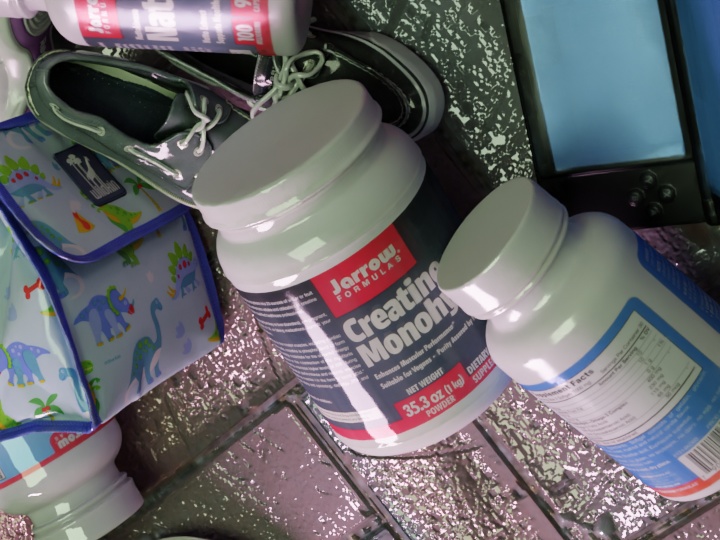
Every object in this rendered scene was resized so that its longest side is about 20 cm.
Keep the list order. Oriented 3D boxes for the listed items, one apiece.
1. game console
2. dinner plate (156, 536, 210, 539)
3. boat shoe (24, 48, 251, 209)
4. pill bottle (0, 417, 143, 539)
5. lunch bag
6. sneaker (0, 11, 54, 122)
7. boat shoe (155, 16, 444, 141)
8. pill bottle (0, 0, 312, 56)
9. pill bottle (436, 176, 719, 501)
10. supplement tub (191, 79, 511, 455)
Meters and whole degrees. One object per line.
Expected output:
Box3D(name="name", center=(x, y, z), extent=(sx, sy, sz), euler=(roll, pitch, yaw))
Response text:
Box3D(name="game console", center=(0.154, -0.109, 1.013), extent=(0.175, 0.116, 0.202), euler=(-5, 106, 28))
Box3D(name="dinner plate", center=(-0.108, 0.289, 1.346), extent=(0.199, 0.024, 0.202), euler=(9, 111, 23))
Box3D(name="boat shoe", center=(-0.121, -0.089, 1.147), extent=(0.199, 0.062, 0.073), euler=(22, 81, -10))
Box3D(name="pill bottle", center=(-0.243, 0.104, 1.294), extent=(0.108, 0.109, 0.201), euler=(-27, 96, 31))
Box3D(name="lunch bag", center=(-0.192, -0.010, 1.190), extent=(0.127, 0.170, 0.202), euler=(-10, 102, 30))
Box3D(name="sneaker", center=(-0.252, -0.146, 1.210), extent=(0.099, 0.075, 0.201), euler=(21, 133, 16))
Box3D(name="boat shoe", center=(-0.045, -0.129, 1.132), extent=(0.198, 0.068, 0.074), euler=(28, 119, 15))
Box3D(name="pill bottle", center=(-0.130, -0.192, 1.065), extent=(0.198, 0.120, 0.121), euler=(3, 111, 5))
Box3D(name="pill bottle", center=(0.144, 0.037, 1.039), extent=(0.200, 0.113, 0.112), euler=(39, 123, -17))
Box3D(name="supplement tub", center=(0.000, 0.000, 1.090), extent=(0.140, 0.141, 0.201), euler=(-18, 118, 30))
